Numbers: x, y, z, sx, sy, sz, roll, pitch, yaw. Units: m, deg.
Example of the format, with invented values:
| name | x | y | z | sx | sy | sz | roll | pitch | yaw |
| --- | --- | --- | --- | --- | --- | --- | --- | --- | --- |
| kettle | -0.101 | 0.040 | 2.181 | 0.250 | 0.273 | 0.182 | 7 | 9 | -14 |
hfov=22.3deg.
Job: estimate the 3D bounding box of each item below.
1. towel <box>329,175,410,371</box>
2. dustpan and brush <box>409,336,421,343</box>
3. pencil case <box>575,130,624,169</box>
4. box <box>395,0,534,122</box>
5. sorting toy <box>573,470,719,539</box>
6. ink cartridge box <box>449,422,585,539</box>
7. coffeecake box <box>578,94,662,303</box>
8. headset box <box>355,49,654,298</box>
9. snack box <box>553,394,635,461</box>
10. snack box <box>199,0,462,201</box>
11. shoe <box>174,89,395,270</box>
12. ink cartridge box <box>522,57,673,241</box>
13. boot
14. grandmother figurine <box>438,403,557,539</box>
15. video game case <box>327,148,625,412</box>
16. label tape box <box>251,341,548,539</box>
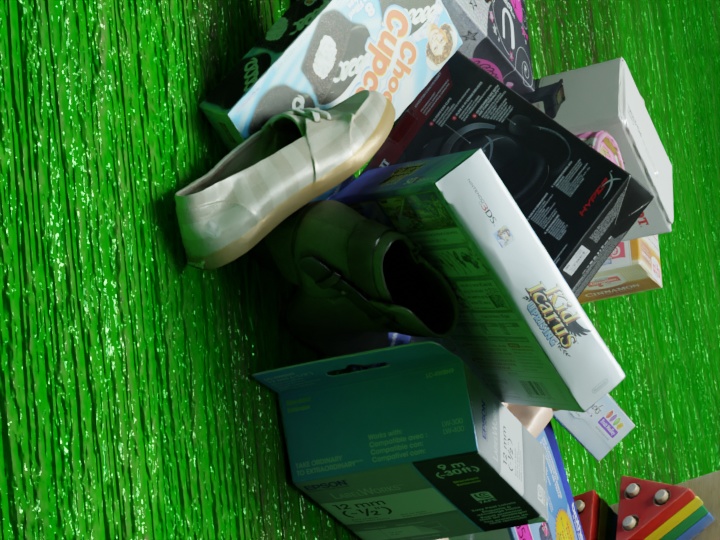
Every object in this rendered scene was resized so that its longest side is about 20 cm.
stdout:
| name | x | y | z | sx | sy | sz | roll | pitch | yaw |
| --- | --- | --- | --- | --- | --- | --- | --- | --- | --- |
| towel | 0.000 | 0.000 | 1.428 | 0.145 | 0.024 | 0.200 | -72 | 142 | -51 |
| dustpan and brush | 0.072 | 0.059 | 1.446 | 0.140 | 0.057 | 0.200 | 77 | 19 | -62 |
| pencil case | 0.124 | -0.061 | 1.516 | 0.083 | 0.200 | 0.087 | -21 | 99 | -67 |
| box | 0.048 | -0.218 | 1.504 | 0.200 | 0.132 | 0.115 | 37 | 44 | -57 |
| sorting toy | 0.233 | 0.268 | 1.622 | 0.070 | 0.199 | 0.200 | 47 | 36 | -29 |
| ink cartridge box | 0.130 | 0.212 | 1.560 | 0.200 | 0.076 | 0.137 | -45 | 120 | -65 |
| coffeecake box | 0.199 | -0.071 | 1.754 | 0.073 | 0.153 | 0.200 | 37 | 46 | -56 |
| headset box | 0.096 | -0.060 | 1.393 | 0.200 | 0.149 | 0.077 | 38 | 5 | 26 |
| snack box | 0.153 | 0.075 | 1.619 | 0.142 | 0.053 | 0.200 | 47 | 2 | 38 |
| snack box | -0.017 | -0.142 | 1.315 | 0.200 | 0.037 | 0.116 | -50 | 132 | -20 |
| shoe | -0.049 | -0.075 | 1.225 | 0.200 | 0.070 | 0.053 | -42 | 115 | -35 |
| ink cartridge box | 0.163 | -0.090 | 1.620 | 0.084 | 0.200 | 0.145 | -80 | 149 | -41 |
| boot | 0.009 | 0.021 | 1.268 | 0.200 | 0.146 | 0.070 | 45 | 67 | -44 |
| grandmother figurine | 0.081 | 0.166 | 1.419 | 0.061 | 0.121 | 0.200 | 42 | 60 | -6 |
| video game case | 0.075 | 0.008 | 1.251 | 0.045 | 0.200 | 0.181 | -39 | 102 | -17 |
| label tape box | 0.030 | 0.126 | 1.281 | 0.200 | 0.143 | 0.066 | 45 | 39 | -52 |
